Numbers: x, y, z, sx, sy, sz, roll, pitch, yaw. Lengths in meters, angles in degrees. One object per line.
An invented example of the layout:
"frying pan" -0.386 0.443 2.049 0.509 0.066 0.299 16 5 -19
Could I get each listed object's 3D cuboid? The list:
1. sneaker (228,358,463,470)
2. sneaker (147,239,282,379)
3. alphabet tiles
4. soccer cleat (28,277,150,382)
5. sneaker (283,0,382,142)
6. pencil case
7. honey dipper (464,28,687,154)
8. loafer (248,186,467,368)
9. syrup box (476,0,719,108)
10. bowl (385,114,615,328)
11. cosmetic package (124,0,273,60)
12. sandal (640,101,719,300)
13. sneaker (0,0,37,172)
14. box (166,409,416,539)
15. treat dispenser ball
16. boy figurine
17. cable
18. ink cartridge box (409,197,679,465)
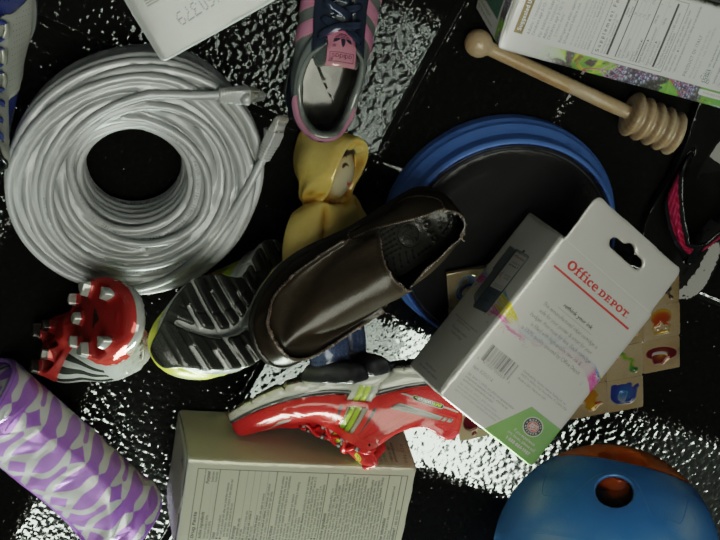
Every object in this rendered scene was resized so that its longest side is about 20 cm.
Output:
"sneaker" -0.011 0.124 1.599 0.198 0.077 0.086 -8 90 4
"sneaker" -0.116 0.044 1.510 0.090 0.200 0.079 -28 92 29
"alphabet tiles" 0.173 0.056 1.627 0.198 0.008 0.169 -10 121 -7
"soccer cleat" -0.194 0.051 1.509 0.084 0.200 0.069 7 73 -27
"sneaker" -0.012 -0.191 1.450 0.069 0.082 0.202 3 115 -11
"pencil case" -0.253 0.158 1.594 0.200 0.084 0.086 44 71 -27
"honey dipper" 0.170 -0.148 1.544 0.199 0.038 0.038 24 112 -18
"loafer" 0.000 0.000 1.464 0.200 0.071 0.073 -40 104 -17
"syrup box" 0.197 -0.198 1.492 0.198 0.079 0.082 12 117 -18
"bowl" 0.116 -0.029 1.593 0.198 0.039 0.202 -5 119 -9
"cosmetic package" -0.102 -0.268 1.307 0.164 0.200 0.166 -28 109 6
"sandal" 0.284 -0.062 1.605 0.074 0.045 0.202 5 118 -14
"sneaker" -0.279 -0.131 1.411 0.080 0.115 0.201 6 118 -16
"box" -0.061 0.180 1.651 0.198 0.078 0.096 5 118 -14
"treat dispenser ball" 0.213 0.252 1.676 0.199 0.201 0.203 -5 120 -9
"boy figurine" -0.016 -0.014 1.538 0.064 0.124 0.202 0 94 34
"cable" -0.173 -0.079 1.489 0.198 0.069 0.201 13 117 -18
"ink cartridge box" 0.149 0.039 1.555 0.117 0.067 0.200 38 92 -28
